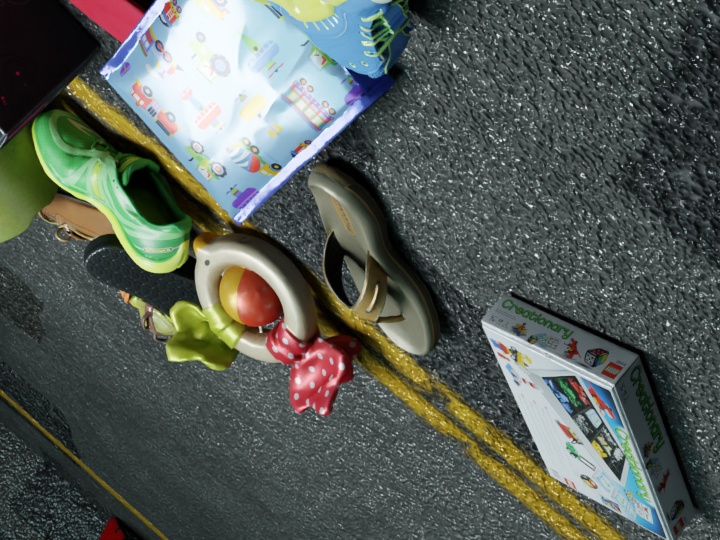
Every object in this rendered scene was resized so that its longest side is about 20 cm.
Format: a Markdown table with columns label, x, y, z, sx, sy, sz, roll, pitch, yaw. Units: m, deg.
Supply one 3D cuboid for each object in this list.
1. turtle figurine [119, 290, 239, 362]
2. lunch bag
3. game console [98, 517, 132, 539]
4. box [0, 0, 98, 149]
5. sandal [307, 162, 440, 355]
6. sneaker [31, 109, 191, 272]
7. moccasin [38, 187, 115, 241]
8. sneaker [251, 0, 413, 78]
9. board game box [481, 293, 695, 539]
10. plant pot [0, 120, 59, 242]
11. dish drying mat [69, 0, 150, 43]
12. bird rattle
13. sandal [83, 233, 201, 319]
| label | x | y | z | sx | sy | sz | roll | pitch | yaw |
| --- | --- | --- | --- | --- | --- | --- | --- | --- | --- |
| turtle figurine | -0.207 | 0.040 | 1.728 | 0.161 | 0.064 | 0.200 | 24 | 153 | 42 |
| lunch bag | -0.072 | -0.141 | 1.100 | 0.151 | 0.094 | 0.200 | 47 | 151 | -5 |
| game console | -0.480 | 0.633 | 3.279 | 0.118 | 0.201 | 0.172 | 25 | -173 | -29 |
| box | -0.345 | -0.213 | 1.391 | 0.200 | 0.122 | 0.106 | 46 | 155 | -10 |
| sandal | 0.000 | 0.000 | 1.274 | 0.080 | 0.054 | 0.200 | 24 | 153 | 42 |
| sneaker | -0.226 | -0.089 | 1.527 | 0.200 | 0.074 | 0.084 | 43 | 134 | 11 |
| moccasin | -0.279 | -0.059 | 1.651 | 0.201 | 0.074 | 0.078 | 17 | 124 | 34 |
| sneaker | 0.009 | -0.163 | 0.928 | 0.105 | 0.076 | 0.200 | 39 | 171 | -28 |
| board game box | 0.172 | 0.112 | 1.205 | 0.126 | 0.035 | 0.200 | 26 | 154 | 40 |
| plant pot | -0.390 | -0.127 | 1.563 | 0.200 | 0.201 | 0.184 | 26 | 159 | 38 |
| dish drying mat | -0.217 | -0.225 | 1.285 | 0.200 | 0.018 | 0.077 | 38 | 160 | 12 |
| bird rattle | -0.093 | 0.045 | 1.488 | 0.199 | 0.113 | 0.164 | 22 | 136 | 38 |
| sandal | -0.183 | 0.007 | 1.602 | 0.075 | 0.048 | 0.200 | -33 | 133 | 30 |
